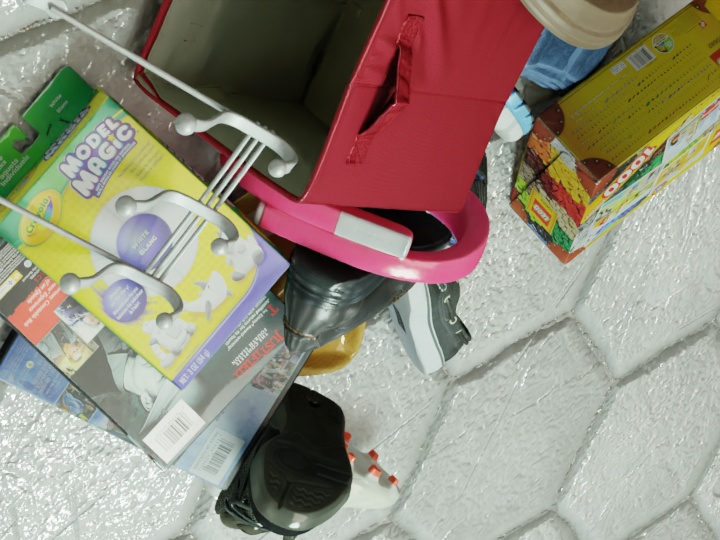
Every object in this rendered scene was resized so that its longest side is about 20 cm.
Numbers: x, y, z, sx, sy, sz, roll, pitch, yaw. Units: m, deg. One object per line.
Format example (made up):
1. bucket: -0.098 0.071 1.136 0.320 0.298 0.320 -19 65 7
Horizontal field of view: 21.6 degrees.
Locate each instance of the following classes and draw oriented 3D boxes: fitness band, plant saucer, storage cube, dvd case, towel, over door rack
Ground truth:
1. fitness band: -0.005 -0.052 1.326 0.144 0.198 0.038 -60 172 -64
2. plant saucer: 0.135 -0.246 1.252 0.029 0.202 0.199 -20 159 35
3. storage cube: -0.008 -0.152 1.245 0.179 0.199 0.172 1 119 -52
4. dvd case: -0.141 0.055 1.340 0.199 0.018 0.143 29 97 -23
5. dvd case: -0.153 0.021 1.297 0.146 0.022 0.200 -47 112 -6
6. towel: 0.157 -0.195 1.446 0.112 0.048 0.200 -59 161 8
7. over door rack: -0.159 -0.066 1.146 0.199 0.067 0.148 34 116 -12

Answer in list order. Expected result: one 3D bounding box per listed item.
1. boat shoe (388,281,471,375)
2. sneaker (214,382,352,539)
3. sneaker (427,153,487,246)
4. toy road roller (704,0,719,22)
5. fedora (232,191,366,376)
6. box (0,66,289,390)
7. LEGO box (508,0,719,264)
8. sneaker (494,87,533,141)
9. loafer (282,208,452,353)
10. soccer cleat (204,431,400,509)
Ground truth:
1. boat shoe: 0.052 0.014 1.528 0.056 0.069 0.201 -30 150 -8
2. sneaker: -0.059 0.170 1.401 0.076 0.200 0.115 23 106 -9
3. sneaker: 0.054 -0.070 1.478 0.200 0.078 0.076 54 39 -64
4. toy road roller: 0.270 -0.280 1.425 0.123 0.146 0.200 -41 172 -13
5. fedora: -0.051 0.024 1.426 0.199 0.082 0.202 -27 136 -28
6. box: -0.155 -0.029 1.249 0.200 0.048 0.118 42 86 -21
7. LEGO box: 0.228 -0.117 1.565 0.199 0.077 0.149 -37 163 -19
8. sneaker: 0.059 -0.146 1.427 0.087 0.075 0.200 -42 138 6
9. loafer: 0.000 0.000 1.361 0.199 0.073 0.073 -23 142 -56
10. soccer cleat: -0.048 0.170 1.565 0.199 0.069 0.078 23 107 -44
